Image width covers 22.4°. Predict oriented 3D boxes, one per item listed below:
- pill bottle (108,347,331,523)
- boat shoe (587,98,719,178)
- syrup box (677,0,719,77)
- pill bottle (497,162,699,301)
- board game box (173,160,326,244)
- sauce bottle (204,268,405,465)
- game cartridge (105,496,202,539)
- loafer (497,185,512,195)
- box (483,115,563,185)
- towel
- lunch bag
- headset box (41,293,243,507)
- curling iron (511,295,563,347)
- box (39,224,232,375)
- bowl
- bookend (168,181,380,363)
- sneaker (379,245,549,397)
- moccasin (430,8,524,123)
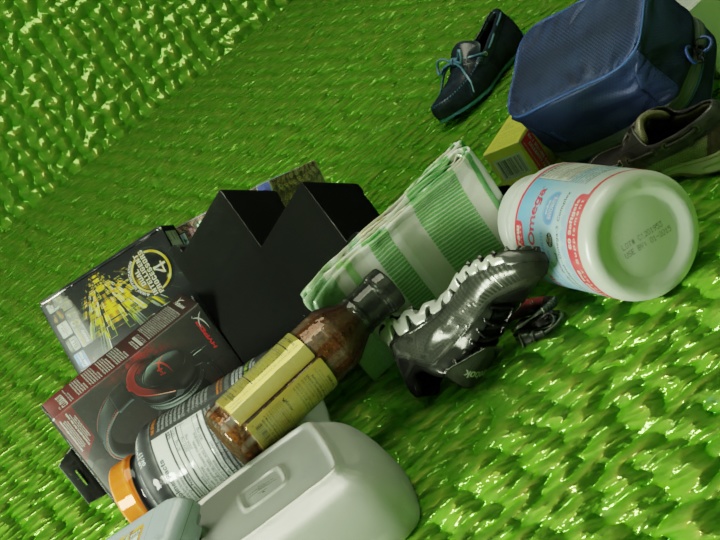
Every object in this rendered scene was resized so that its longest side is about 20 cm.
[{"bbox_3d":[-0.132,0.163,1.658,0.199,0.107,0.106,-31,18,14],"label":"pill bottle"},{"bbox_3d":[0.278,-0.120,1.681,0.072,0.065,0.200,-47,19,-27],"label":"boat shoe"},{"bbox_3d":[0.324,-0.249,1.909,0.081,0.079,0.200,-42,18,-18],"label":"syrup box"},{"bbox_3d":[0.195,-0.037,1.551,0.109,0.109,0.200,-40,17,-13],"label":"pill bottle"},{"bbox_3d":[-0.110,0.001,1.917,0.199,0.160,0.097,-24,3,33],"label":"board game box"},{"bbox_3d":[-0.044,0.081,1.562,0.200,0.066,0.066,-41,18,-12],"label":"sauce bottle"},{"bbox_3d":[-0.199,0.274,1.496,0.200,0.041,0.134,-37,26,51],"label":"game cartridge"},{"bbox_3d":[0.156,-0.065,1.773,0.072,0.063,0.200,-40,18,-15],"label":"loafer"},{"bbox_3d":[0.199,-0.152,1.905,0.050,0.075,0.200,-20,22,40],"label":"box"},{"bbox_3d":[0.052,-0.005,1.631,0.200,0.153,0.023,-43,46,-2],"label":"towel"},{"bbox_3d":[0.259,-0.189,1.783,0.199,0.132,0.137,-23,42,43],"label":"lunch bag"},{"bbox_3d":[-0.201,0.144,1.766,0.200,0.149,0.075,-38,17,-11],"label":"headset box"},{"bbox_3d":[0.113,0.046,1.629,0.050,0.026,0.200,-41,17,-25],"label":"curling iron"},{"bbox_3d":[-0.216,0.077,1.883,0.161,0.201,0.049,-30,-3,15],"label":"box"},{"bbox_3d":[-0.059,0.202,1.474,0.199,0.075,0.200,-35,18,-2],"label":"bowl"},{"bbox_3d":[-0.063,-0.022,1.732,0.092,0.200,0.199,-1,-47,-45],"label":"bookend"},{"bbox_3d":[0.097,0.050,1.551,0.066,0.091,0.200,3,-27,-41],"label":"sneaker"},{"bbox_3d":[0.137,-0.262,2.317,0.080,0.068,0.200,-19,24,42],"label":"moccasin"}]
